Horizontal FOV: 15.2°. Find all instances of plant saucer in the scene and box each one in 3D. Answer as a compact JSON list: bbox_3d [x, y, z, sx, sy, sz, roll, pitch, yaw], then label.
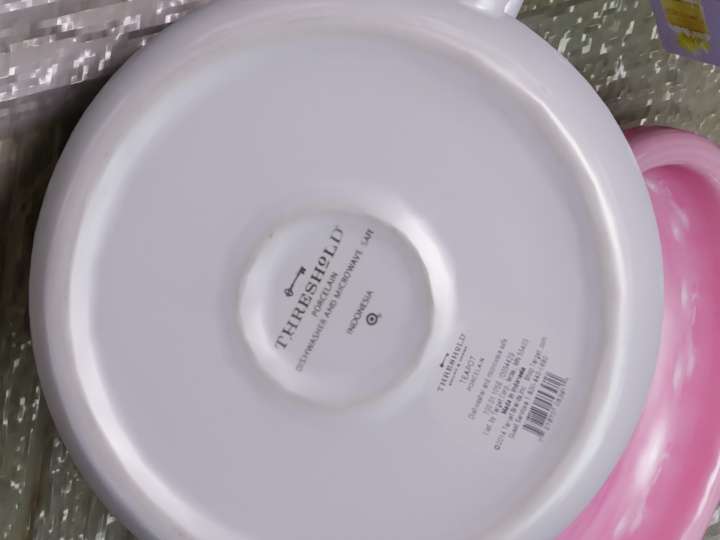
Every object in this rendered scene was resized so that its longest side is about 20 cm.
[{"bbox_3d":[0.079,0.044,0.976,0.200,0.051,0.202,-28,125,-49],"label":"plant saucer"}]

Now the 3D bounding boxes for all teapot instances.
[{"bbox_3d":[0.000,0.000,0.810,0.199,0.199,0.146,-21,-177,7],"label":"teapot"}]

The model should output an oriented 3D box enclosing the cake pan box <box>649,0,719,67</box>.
[{"bbox_3d":[0.204,-0.112,0.789,0.199,0.184,0.053,-28,113,-17],"label":"cake pan box"}]
